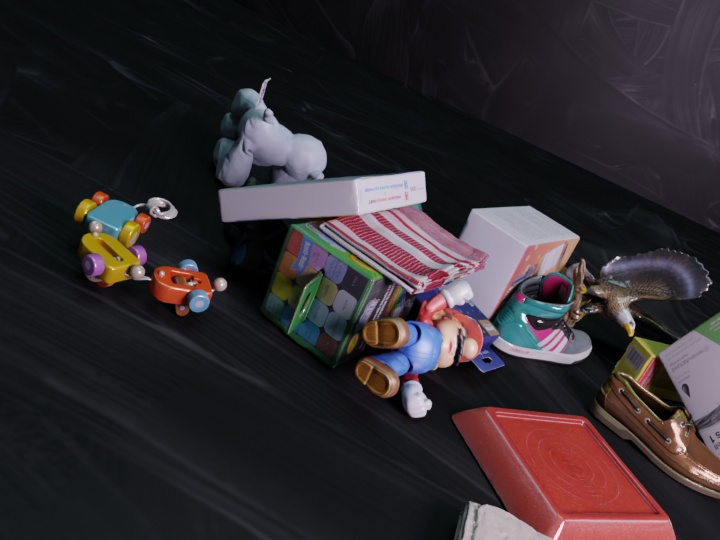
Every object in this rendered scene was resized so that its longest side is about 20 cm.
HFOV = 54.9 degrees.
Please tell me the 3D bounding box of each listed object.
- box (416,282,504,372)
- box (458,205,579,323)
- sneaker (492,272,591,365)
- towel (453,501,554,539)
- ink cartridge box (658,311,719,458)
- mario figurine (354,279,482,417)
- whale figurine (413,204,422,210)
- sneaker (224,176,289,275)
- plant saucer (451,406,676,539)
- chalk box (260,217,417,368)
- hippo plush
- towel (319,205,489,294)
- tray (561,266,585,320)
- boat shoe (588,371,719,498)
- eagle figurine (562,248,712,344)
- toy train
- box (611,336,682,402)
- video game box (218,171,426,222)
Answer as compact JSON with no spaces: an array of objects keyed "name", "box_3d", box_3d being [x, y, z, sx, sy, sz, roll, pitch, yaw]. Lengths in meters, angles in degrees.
[{"name":"box","box_3d":[0.121,0.049,0.935,0.200,0.032,0.121,50,17,19]},{"name":"box","box_3d":[0.230,-0.008,1.085,0.106,0.153,0.199,38,28,29]},{"name":"sneaker","box_3d":[0.287,0.065,1.023,0.199,0.121,0.084,8,28,-33]},{"name":"towel","box_3d":[0.161,0.279,0.567,0.199,0.035,0.133,29,25,8]},{"name":"ink cartridge box","box_3d":[0.518,0.165,0.925,0.084,0.146,0.201,7,50,-30]},{"name":"mario figurine","box_3d":[0.085,0.084,0.772,0.106,0.124,0.199,53,28,18]},{"name":"whale figurine","box_3d":[0.040,-0.102,1.110,0.158,0.104,0.200,26,2,6]},{"name":"sneaker","box_3d":[-0.138,-0.056,0.957,0.081,0.073,0.201,22,31,-26]},{"name":"plant saucer","box_3d":[0.224,0.219,0.750,0.199,0.037,0.200,12,26,-28]},{"name":"chalk box","box_3d":[-0.028,0.020,0.817,0.124,0.126,0.199,34,24,23]},{"name":"hippo plush","box_3d":[-0.136,-0.214,1.151,0.160,0.200,0.160,19,44,-31]},{"name":"towel","box_3d":[0.059,-0.033,0.834,0.144,0.023,0.200,35,25,22]},{"name":"tray","box_3d":[0.366,0.037,1.266,0.098,0.037,0.200,33,24,19]},{"name":"boat shoe","box_3d":[0.396,0.209,0.890,0.199,0.068,0.072,34,24,19]},{"name":"eagle figurine","box_3d":[0.427,0.050,1.104,0.198,0.152,0.152,-1,-16,-4]},{"name":"toy train","box_3d":[-0.245,-0.013,0.778,0.149,0.056,0.200,7,32,-36]},{"name":"box","box_3d":[0.493,0.161,1.079,0.199,0.076,0.050,15,25,-23]},{"name":"video game box","box_3d":[-0.044,-0.093,0.869,0.199,0.047,0.182,0,12,31]}]
